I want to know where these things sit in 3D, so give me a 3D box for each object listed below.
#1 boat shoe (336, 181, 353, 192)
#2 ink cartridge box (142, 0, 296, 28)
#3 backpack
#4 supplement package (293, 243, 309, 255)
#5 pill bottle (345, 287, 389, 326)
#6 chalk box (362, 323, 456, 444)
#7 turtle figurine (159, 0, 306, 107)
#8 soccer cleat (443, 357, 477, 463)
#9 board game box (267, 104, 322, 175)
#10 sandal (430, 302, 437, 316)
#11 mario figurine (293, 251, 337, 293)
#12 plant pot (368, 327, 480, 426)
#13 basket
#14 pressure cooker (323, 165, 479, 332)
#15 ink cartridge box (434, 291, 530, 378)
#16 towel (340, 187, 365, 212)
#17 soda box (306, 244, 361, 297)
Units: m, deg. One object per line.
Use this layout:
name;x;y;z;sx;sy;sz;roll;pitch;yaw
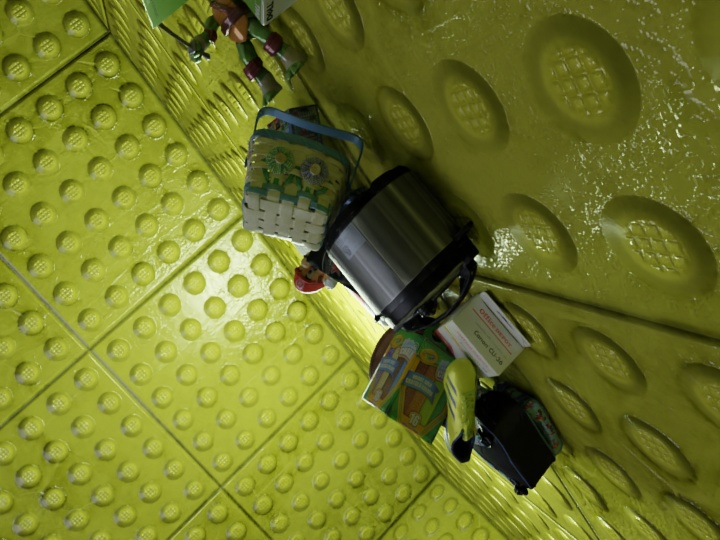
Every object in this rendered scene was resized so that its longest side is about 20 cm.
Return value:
boat shoe;-0.073;-0.166;1.119;0.075;0.061;0.202;-43;79;36
ink cartridge box;-0.115;-0.301;0.550;0.076;0.199;0.148;47;169;-3
backpack;0.270;0.305;1.116;0.185;0.134;0.199;53;167;-20
supplement package;-0.104;-0.097;1.367;0.111;0.113;0.199;55;169;-24
pill bottle;0.050;0.041;1.204;0.200;0.112;0.113;44;168;24
chalk box;0.115;0.196;1.088;0.123;0.204;0.123;33;171;-20
turtle figurine;-0.182;-0.338;0.821;0.194;0.144;0.200;45;-178;-17
soccer cleat;0.179;0.244;0.984;0.085;0.062;0.207;-108;13;-59
board game box;-0.118;-0.169;1.037;0.198;0.060;0.207;-5;100;60
sandal;0.117;0.023;1.024;0.203;0.048;0.085;47;-147;-56
mario figurine;-0.076;-0.043;1.169;0.104;0.203;0.124;32;-173;-23
plant pot;0.152;0.237;1.272;0.196;0.201;0.203;18;148;53
basket;-0.087;-0.146;0.838;0.170;0.205;0.141;13;143;-6
pressure cooker;0.063;-0.017;0.806;0.201;0.178;0.176;48;166;7
ink cartridge box;0.199;0.114;0.960;0.117;0.067;0.200;48;168;8
towel;0.014;-0.052;1.088;0.202;0.110;0.049;52;-148;-20
soda box;0.000;0.000;1.046;0.196;0.064;0.071;32;-161;-7
